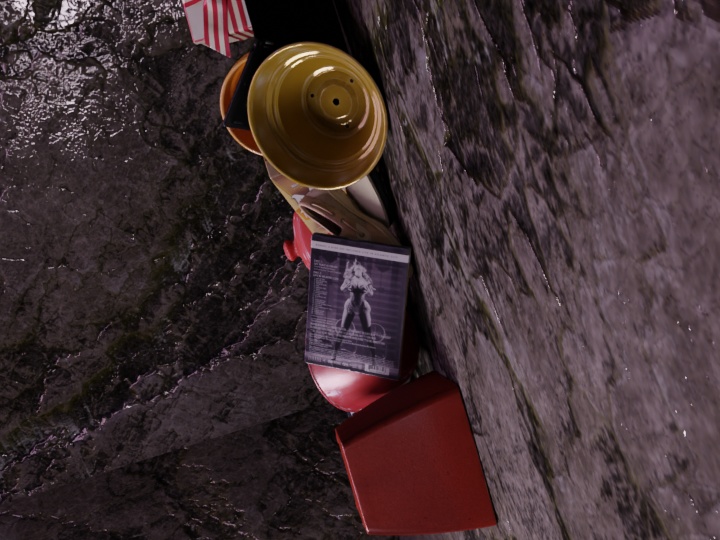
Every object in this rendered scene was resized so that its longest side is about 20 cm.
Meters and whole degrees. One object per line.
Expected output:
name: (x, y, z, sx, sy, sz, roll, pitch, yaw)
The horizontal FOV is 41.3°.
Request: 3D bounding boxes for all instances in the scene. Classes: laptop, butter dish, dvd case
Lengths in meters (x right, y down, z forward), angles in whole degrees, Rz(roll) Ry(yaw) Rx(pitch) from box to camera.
laptop: (-0.115, -0.306, 1.346, 0.116, 0.187, 0.201, 41, 116, 35)
butter dish: (-0.085, -0.061, 1.939, 0.199, 0.147, 0.201, 22, -130, -82)
dvd case: (-0.006, 0.052, 1.386, 0.016, 0.148, 0.201, -42, -42, -66)

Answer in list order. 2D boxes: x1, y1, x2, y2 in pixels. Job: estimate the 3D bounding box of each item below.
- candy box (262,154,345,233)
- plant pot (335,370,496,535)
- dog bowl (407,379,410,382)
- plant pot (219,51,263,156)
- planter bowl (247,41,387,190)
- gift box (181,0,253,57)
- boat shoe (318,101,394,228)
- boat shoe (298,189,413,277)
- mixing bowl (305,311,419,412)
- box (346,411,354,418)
candy box: (-0.061, -0.139, 1.515, 0.200, 0.115, 0.056, 53, -166, -59)
plant pot: (0.067, 0.275, 1.376, 0.200, 0.175, 0.201, 177, 76, -84)
dog bowl: (0.004, 0.137, 1.651, 0.200, 0.078, 0.201, 46, -148, -39)
plant pot: (-0.153, -0.342, 1.822, 0.184, 0.199, 0.201, -82, -19, -62)
planter bowl: (-0.045, -0.217, 1.284, 0.084, 0.199, 0.202, -52, -47, -56)
gift box: (-0.209, -0.472, 1.635, 0.187, 0.183, 0.201, -83, -26, -82)
boat shoe: (0.003, -0.152, 1.395, 0.073, 0.063, 0.202, -5, 117, 54)
boat shoe: (-0.007, -0.048, 1.407, 0.200, 0.064, 0.071, 42, 160, 16)
mixing bowl: (0.022, 0.117, 1.491, 0.108, 0.200, 0.201, -12, 96, 41)
box: (0.040, 0.252, 1.774, 0.200, 0.046, 0.160, 27, -144, -53)
